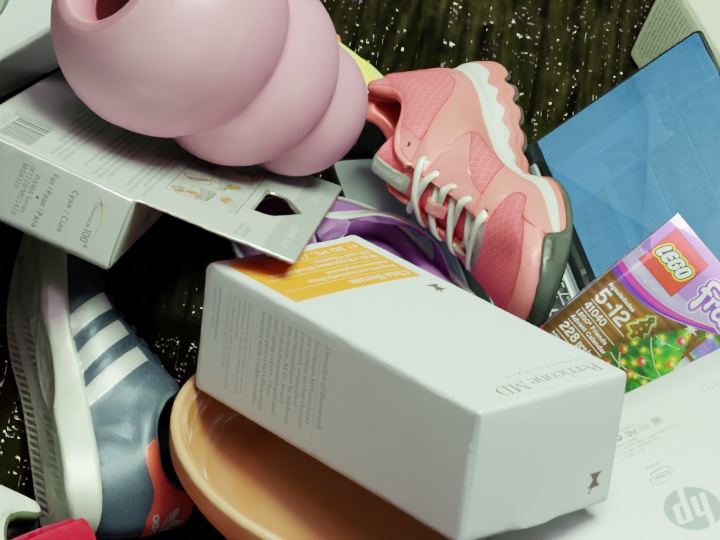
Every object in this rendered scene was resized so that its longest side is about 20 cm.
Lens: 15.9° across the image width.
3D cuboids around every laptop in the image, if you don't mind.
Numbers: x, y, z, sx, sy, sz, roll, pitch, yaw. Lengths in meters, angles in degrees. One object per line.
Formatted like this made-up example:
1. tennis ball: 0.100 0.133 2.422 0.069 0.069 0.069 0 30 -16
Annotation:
1. laptop: 0.114 -0.023 1.425 0.200 0.116 0.188 -4 55 -24

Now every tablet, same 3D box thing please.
1. tablet: 0.149 0.107 1.256 0.200 0.014 0.130 -24 46 -21

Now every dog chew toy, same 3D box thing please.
1. dog chew toy: -0.069 -0.111 1.353 0.200 0.124 0.125 33 36 -47

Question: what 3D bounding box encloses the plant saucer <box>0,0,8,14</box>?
1. plant saucer: -0.222 -0.179 1.364 0.050 0.200 0.200 2 52 -35

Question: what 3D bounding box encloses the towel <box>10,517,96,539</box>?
1. towel: -0.133 0.216 1.193 0.144 0.022 0.200 -14 69 -49

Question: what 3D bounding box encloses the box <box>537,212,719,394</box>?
1. box: 0.176 0.090 1.348 0.137 0.039 0.200 -40 83 -3

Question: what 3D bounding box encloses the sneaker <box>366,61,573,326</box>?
1. sneaker: 0.051 -0.039 1.373 0.087 0.074 0.200 2 38 -18

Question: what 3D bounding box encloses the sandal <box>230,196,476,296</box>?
1. sandal: 0.006 -0.004 1.383 0.082 0.050 0.203 -35 45 -25

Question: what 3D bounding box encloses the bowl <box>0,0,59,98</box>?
1. bowl: -0.188 -0.193 1.457 0.200 0.075 0.200 -30 60 10

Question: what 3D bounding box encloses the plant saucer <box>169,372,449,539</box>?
1. plant saucer: -0.001 0.106 1.296 0.200 0.038 0.200 13 28 -7

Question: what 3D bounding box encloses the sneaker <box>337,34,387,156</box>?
1. sneaker: -0.054 -0.143 1.494 0.200 0.078 0.090 32 51 9

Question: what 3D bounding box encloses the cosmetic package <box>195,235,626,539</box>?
1. cosmetic package: 0.021 0.053 1.251 0.101 0.071 0.200 -12 28 -41

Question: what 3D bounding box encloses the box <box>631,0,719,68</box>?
1. box: 0.242 -0.085 1.529 0.068 0.082 0.200 -13 61 -24

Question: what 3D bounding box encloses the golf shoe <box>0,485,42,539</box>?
1. golf shoe: -0.188 0.180 1.228 0.097 0.078 0.200 7 54 -18

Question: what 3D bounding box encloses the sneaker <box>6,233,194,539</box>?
1. sneaker: -0.130 0.052 1.341 0.084 0.075 0.200 3 59 -23

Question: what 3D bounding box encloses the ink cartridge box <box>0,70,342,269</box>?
1. ink cartridge box: -0.109 -0.041 1.354 0.176 0.045 0.200 24 14 1
